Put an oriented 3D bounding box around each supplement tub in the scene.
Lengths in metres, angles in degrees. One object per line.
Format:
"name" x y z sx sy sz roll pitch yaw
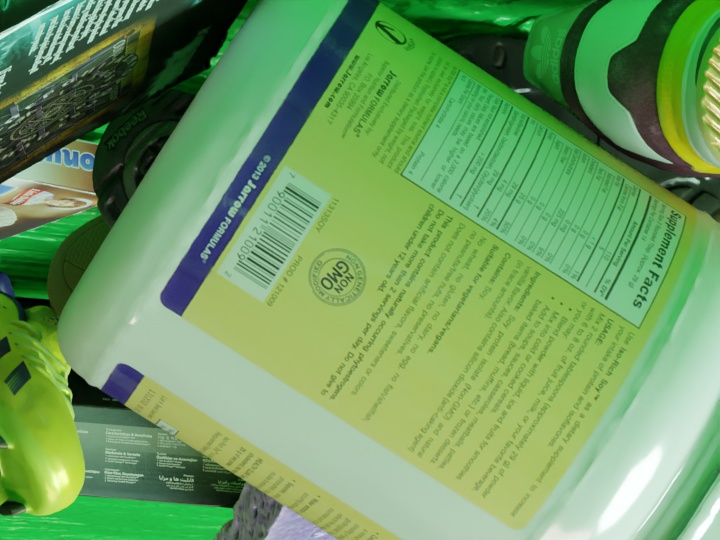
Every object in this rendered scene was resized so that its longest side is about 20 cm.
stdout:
"supplement tub" 0.026 0.017 0.752 0.200 0.145 0.145 33 163 -4

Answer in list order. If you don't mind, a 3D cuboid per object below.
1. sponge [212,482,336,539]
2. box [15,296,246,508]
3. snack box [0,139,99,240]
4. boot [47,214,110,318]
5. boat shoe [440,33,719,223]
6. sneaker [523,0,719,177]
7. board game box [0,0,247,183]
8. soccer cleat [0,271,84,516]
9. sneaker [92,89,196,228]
"sponge" 0.009 0.084 1.066 0.112 0.030 0.200 -7 146 -30
"box" -0.127 0.058 1.171 0.200 0.046 0.159 4 -164 5
"snack box" -0.180 -0.027 1.018 0.072 0.024 0.200 11 164 -36
"boot" -0.021 0.024 1.081 0.200 0.073 0.155 -8 152 9
"boat shoe" 0.086 -0.037 0.885 0.200 0.076 0.074 16 167 -27
"sneaker" 0.141 -0.061 0.790 0.200 0.075 0.090 8 -173 -46
"board game box" -0.086 -0.064 0.693 0.135 0.028 0.200 -32 177 -19
"soccer cleat" -0.146 0.040 1.029 0.084 0.065 0.200 -20 -156 -20
"sneaker" 0.000 0.000 0.907 0.200 0.076 0.091 39 -169 8
